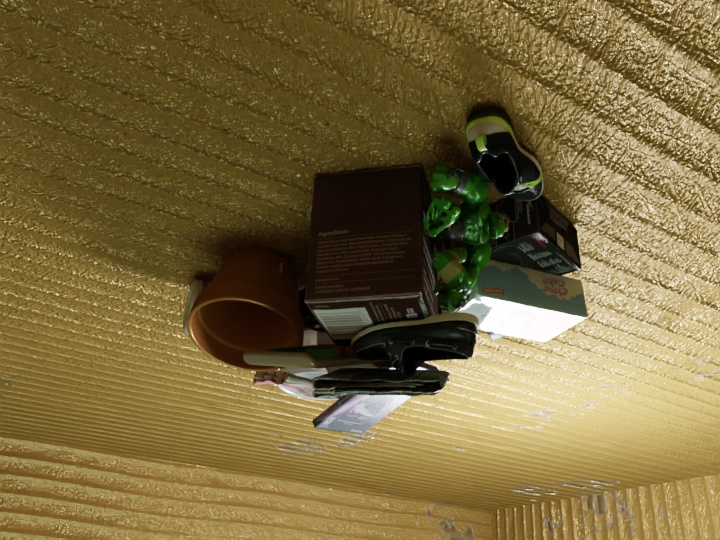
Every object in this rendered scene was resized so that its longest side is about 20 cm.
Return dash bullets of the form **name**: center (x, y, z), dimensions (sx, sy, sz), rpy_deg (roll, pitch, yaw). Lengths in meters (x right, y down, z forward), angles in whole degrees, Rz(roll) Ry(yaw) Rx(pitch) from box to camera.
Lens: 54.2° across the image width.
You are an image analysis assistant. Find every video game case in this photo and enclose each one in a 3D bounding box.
- **video game case**: center (0.029, 0.220, 1.224), dimensions (0.199, 0.019, 0.142), rpy_deg (-41, 145, 19)

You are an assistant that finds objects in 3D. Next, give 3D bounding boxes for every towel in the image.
- **towel**: center (0.036, 0.168, 1.039), dimensions (0.189, 0.035, 0.200), rpy_deg (0, 175, 11)
- **towel**: center (-0.104, 0.213, 1.283), dimensions (0.144, 0.030, 0.199), rpy_deg (19, 167, -23)

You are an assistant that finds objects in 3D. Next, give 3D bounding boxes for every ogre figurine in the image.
- **ogre figurine**: center (0.140, -0.058, 0.966), dimensions (0.097, 0.119, 0.203), rpy_deg (-10, 107, 44)

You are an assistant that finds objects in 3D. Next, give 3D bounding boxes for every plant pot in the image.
- **plant pot**: center (-0.186, 0.060, 1.217), dimensions (0.196, 0.142, 0.202), rpy_deg (4, 137, 4)

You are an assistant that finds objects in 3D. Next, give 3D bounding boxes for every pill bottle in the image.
- **pill bottle**: center (-0.233, 0.087, 1.346), dimensions (0.196, 0.106, 0.104), rpy_deg (13, 152, -19)

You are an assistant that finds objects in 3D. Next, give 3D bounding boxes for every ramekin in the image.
- **ramekin**: center (-0.085, 0.210, 1.573), dimensions (0.196, 0.107, 0.201), rpy_deg (2, 154, 1)

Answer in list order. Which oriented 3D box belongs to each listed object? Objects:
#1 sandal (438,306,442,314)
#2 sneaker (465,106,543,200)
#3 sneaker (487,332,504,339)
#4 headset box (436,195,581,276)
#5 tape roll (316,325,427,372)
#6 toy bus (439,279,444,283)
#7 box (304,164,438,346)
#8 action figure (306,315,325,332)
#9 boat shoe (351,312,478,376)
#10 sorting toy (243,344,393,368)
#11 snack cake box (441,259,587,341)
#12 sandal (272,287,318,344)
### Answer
- **sandal**: center (0.121, 0.062, 1.191), dimensions (0.081, 0.199, 0.055), rpy_deg (-10, 124, -40)
- **sneaker**: center (0.184, -0.127, 0.916), dimensions (0.071, 0.084, 0.199), rpy_deg (-14, 149, 30)
- **sneaker**: center (0.276, 0.076, 1.280), dimensions (0.081, 0.071, 0.199), rpy_deg (-23, 174, 25)
- **headset box**: center (0.222, -0.033, 1.104), dimensions (0.198, 0.079, 0.148), rpy_deg (-19, 146, 37)
- **tape roll**: center (0.025, 0.146, 1.333), dimensions (0.198, 0.206, 0.140), rpy_deg (-1, 154, 8)
- **toy bus**: center (0.171, 0.059, 1.286), dimensions (0.064, 0.080, 0.201), rpy_deg (6, 153, -7)
- **box**: center (0.023, -0.016, 1.016), dimensions (0.161, 0.204, 0.166), rpy_deg (-4, 154, 13)
- **action figure**: center (-0.001, 0.079, 1.176), dimensions (0.199, 0.104, 0.118), rpy_deg (-33, 156, 31)
- **boat shoe**: center (0.070, 0.110, 0.961), dimensions (0.196, 0.067, 0.074), rpy_deg (-12, 151, 27)
- **sorting toy**: center (-0.058, 0.133, 1.106), dimensions (0.198, 0.037, 0.183), rpy_deg (7, 171, -41)
- **snack cake box**: center (0.238, 0.048, 1.102), dimensions (0.196, 0.068, 0.115), rpy_deg (12, 149, -19)
- **sandal**: center (-0.094, 0.075, 1.293), dimensions (0.199, 0.076, 0.048), rpy_deg (-36, 139, 11)
